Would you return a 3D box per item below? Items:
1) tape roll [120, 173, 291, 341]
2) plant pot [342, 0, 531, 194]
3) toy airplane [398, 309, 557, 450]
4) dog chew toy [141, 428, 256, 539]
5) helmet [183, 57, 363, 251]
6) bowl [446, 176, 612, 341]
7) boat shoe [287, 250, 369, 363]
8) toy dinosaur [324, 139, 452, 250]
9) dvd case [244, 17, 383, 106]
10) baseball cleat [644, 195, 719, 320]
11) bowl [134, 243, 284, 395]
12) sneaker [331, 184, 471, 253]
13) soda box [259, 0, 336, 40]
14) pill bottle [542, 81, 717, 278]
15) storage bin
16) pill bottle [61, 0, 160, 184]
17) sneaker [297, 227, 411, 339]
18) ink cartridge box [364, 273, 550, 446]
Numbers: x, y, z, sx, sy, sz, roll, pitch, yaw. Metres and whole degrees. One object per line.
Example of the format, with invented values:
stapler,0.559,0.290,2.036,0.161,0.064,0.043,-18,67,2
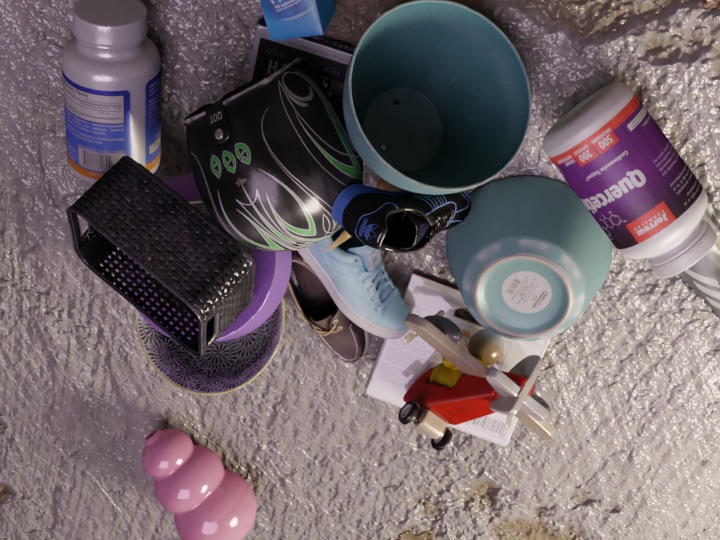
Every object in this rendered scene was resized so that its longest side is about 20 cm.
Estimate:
tape roll,-0.186,-0.014,1.455,0.198,0.066,0.203,0,89,14
plant pot,0.065,-0.169,1.285,0.199,0.201,0.135,31,163,-9
toy airplane,0.147,0.127,1.450,0.197,0.142,0.201,13,144,14
dog chew toy,-0.241,0.313,1.748,0.124,0.125,0.201,-28,106,30
helmet,-0.089,-0.115,1.324,0.199,0.200,0.192,-21,103,27
bowl,0.192,0.003,1.404,0.198,0.105,0.203,6,124,9
boat shoe,-0.048,0.045,1.532,0.071,0.060,0.201,-12,122,22
toy dinosaur,0.043,-0.079,1.396,0.199,0.058,0.101,-39,135,2
dvd case,-0.066,-0.180,1.394,0.149,0.025,0.201,17,129,1
baseball cleat,0.392,0.002,1.391,0.106,0.070,0.201,-14,111,30
bowl,-0.177,0.055,1.531,0.198,0.094,0.203,-1,87,14
sneaker,0.062,-0.054,1.312,0.078,0.199,0.071,41,124,36
soda box,-0.081,-0.347,1.247,0.063,0.068,0.202,-3,125,17
pill bottle,0.292,-0.093,1.285,0.112,0.113,0.201,-34,98,32
storage bin,-0.222,-0.015,1.345,0.199,0.094,0.135,39,156,11
pill bottle,-0.284,-0.207,1.376,0.111,0.112,0.202,12,127,6
sneaker,0.000,0.000,1.455,0.200,0.074,0.082,45,144,-10
ink cartridge box,0.127,0.111,1.546,0.198,0.045,0.178,21,106,-1
